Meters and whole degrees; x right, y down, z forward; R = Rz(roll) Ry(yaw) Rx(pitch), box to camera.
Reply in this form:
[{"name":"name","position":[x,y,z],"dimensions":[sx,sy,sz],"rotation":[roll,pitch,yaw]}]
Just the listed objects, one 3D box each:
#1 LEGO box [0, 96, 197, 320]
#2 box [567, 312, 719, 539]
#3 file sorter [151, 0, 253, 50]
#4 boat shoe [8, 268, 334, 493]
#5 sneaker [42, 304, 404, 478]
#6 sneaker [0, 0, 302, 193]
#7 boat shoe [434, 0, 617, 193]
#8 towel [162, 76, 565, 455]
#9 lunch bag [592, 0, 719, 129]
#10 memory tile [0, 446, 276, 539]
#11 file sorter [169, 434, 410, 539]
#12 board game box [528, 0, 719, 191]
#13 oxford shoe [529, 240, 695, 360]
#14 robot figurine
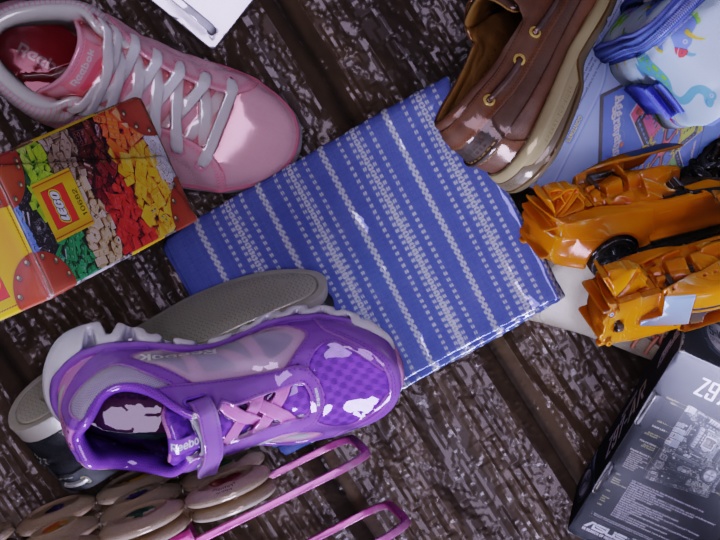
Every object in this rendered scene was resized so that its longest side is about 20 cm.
[{"name":"LEGO box","position":[-0.212,-0.009,1.479],"dimensions":[0.199,0.149,0.078],"rotation":[-23,95,33]},{"name":"box","position":[0.238,0.124,1.552],"dimensions":[0.199,0.044,0.161],"rotation":[23,130,-3]},{"name":"file sorter","position":[-0.074,-0.246,1.527],"dimensions":[0.139,0.125,0.200],"rotation":[38,90,-4]},{"name":"boat shoe","position":[-0.099,0.060,1.561],"dimensions":[0.199,0.072,0.068],"rotation":[-27,115,10]},{"name":"sneaker","position":[-0.075,0.073,1.479],"dimensions":[0.198,0.089,0.081],"rotation":[-4,113,1]},{"name":"sneaker","position":[-0.127,-0.097,1.542],"dimensions":[0.199,0.105,0.076],"rotation":[22,90,-4]},{"name":"boat shoe","position":[0.096,-0.143,1.532],"dimensions":[0.067,0.072,0.201],"rotation":[29,63,-18]},{"name":"towel","position":[0.000,0.000,1.567],"dimensions":[0.199,0.024,0.145],"rotation":[-29,91,16]},{"name":"lunch bag","position":[0.206,-0.147,1.485],"dimensions":[0.161,0.200,0.083],"rotation":[-43,93,0]},{"name":"memory tile","position":[-0.145,0.139,1.527],"dimensions":[0.199,0.153,0.017],"rotation":[-22,99,-3]},{"name":"file sorter","position":[-0.012,0.206,1.545],"dimensions":[0.125,0.139,0.201],"rotation":[-25,93,-4]},{"name":"board game box","position":[0.173,-0.121,1.595],"dimensions":[0.102,0.019,0.201],"rotation":[27,91,-3]},{"name":"oxford shoe","position":[0.162,0.016,1.563],"dimensions":[0.198,0.074,0.071],"rotation":[4,126,-2]},{"name":"robot figurine","position":[0.197,-0.025,1.517],"dimensions":[0.199,0.145,0.058],"rotation":[-16,136,-20]}]
